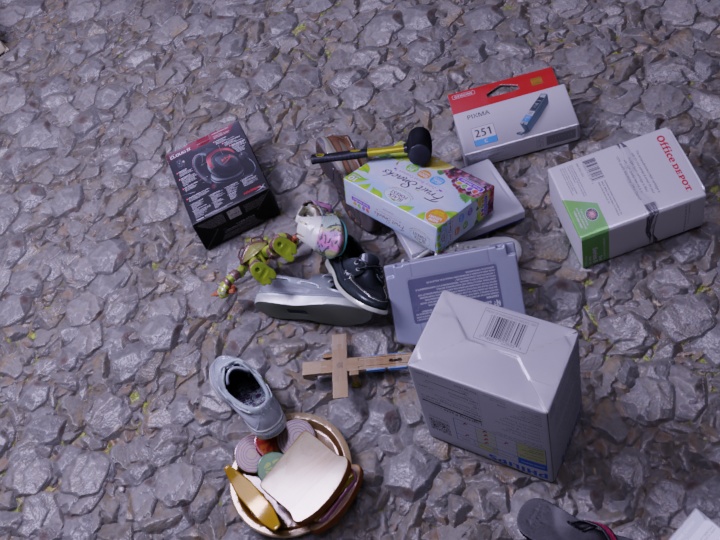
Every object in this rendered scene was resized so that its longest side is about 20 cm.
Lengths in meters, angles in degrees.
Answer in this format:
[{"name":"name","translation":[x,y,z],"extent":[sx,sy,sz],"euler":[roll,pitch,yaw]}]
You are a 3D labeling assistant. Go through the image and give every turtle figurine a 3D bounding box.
[{"name":"turtle figurine","translation":[-0.153,-0.026,1.542],"extent":[0.199,0.065,0.161],"euler":[-35,12,-17]}]

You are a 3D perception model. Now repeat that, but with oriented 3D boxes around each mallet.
[{"name":"mallet","translation":[0.019,-0.183,1.538],"extent":[0.196,0.042,0.066],"euler":[-11,35,1]}]

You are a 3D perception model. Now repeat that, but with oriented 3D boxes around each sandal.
[{"name":"sandal","translation":[0.287,0.350,1.232],"extent":[0.198,0.045,0.076],"euler":[23,65,27]}]

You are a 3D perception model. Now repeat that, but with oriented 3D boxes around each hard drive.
[{"name":"hard drive","translation":[0.146,-0.099,1.560],"extent":[0.197,0.026,0.133],"euler":[-21,51,-10]}]

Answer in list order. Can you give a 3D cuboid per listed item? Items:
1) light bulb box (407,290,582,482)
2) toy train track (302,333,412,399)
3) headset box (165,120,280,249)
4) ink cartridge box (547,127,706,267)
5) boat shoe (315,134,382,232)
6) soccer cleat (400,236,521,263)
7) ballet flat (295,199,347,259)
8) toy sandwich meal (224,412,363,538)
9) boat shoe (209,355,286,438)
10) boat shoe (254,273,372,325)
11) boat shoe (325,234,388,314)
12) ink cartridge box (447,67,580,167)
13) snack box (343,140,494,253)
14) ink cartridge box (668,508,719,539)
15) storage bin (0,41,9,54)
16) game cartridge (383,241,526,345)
[{"name":"light bulb box","translation":[0.185,0.156,1.294],"extent":[0.195,0.201,0.126],"euler":[17,61,24]},{"name":"toy train track","translation":[0.012,0.147,1.453],"extent":[0.196,0.033,0.116],"euler":[-6,49,4]},{"name":"headset box","translation":[-0.244,-0.158,1.694],"extent":[0.147,0.075,0.202],"euler":[-26,54,-4]},{"name":"ink cartridge box","translation":[0.404,-0.113,1.484],"extent":[0.197,0.084,0.147],"euler":[-19,55,3]},{"name":"boat shoe","translation":[-0.007,-0.155,1.629],"extent":[0.071,0.076,0.202],"euler":[-21,65,-17]},{"name":"soccer cleat","translation":[0.152,-0.012,1.483],"extent":[0.197,0.087,0.071],"euler":[-20,53,1]},{"name":"ballet flat","translation":[-0.069,-0.069,1.540],"extent":[0.070,0.070,0.200],"euler":[16,15,-14]},{"name":"toy sandwich meal","translation":[-0.099,0.282,1.365],"extent":[0.201,0.071,0.208],"euler":[-7,56,10]},{"name":"boat shoe","translation":[-0.172,0.167,1.429],"extent":[0.069,0.072,0.200],"euler":[-31,37,-17]},{"name":"boat shoe","translation":[-0.071,0.037,1.521],"extent":[0.197,0.070,0.073],"euler":[5,61,21]},{"name":"boat shoe","translation":[0.002,0.001,1.483],"extent":[0.067,0.073,0.200],"euler":[-65,22,14]},{"name":"ink cartridge box","translation":[0.255,-0.275,1.657],"extent":[0.196,0.045,0.179],"euler":[-15,56,5]},{"name":"snack box","translation":[0.090,-0.119,1.519],"extent":[0.198,0.054,0.142],"euler":[30,52,34]},{"name":"ink cartridge box","translation":[0.411,0.417,1.156],"extent":[0.200,0.044,0.173],"euler":[-43,56,-14]},{"name":"storage bin","translation":[-0.892,-0.488,2.077],"extent":[0.200,0.094,0.198],"euler":[-41,57,-13]},{"name":"game cartridge","translation":[0.142,0.041,1.437],"extent":[0.196,0.041,0.136],"euler":[-10,92,5]}]
